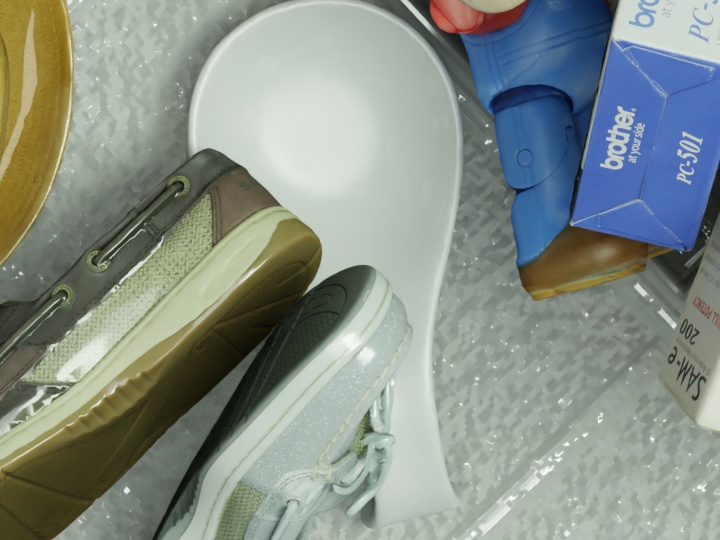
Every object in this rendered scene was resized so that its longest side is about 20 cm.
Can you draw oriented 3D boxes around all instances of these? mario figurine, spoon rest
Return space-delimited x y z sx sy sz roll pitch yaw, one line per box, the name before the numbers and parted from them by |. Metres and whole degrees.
mario figurine | 0.069 -0.097 0.973 0.106 0.123 0.201 -21 95 -6
spoon rest | 0.000 0.000 1.016 0.099 0.061 0.201 -15 102 -3

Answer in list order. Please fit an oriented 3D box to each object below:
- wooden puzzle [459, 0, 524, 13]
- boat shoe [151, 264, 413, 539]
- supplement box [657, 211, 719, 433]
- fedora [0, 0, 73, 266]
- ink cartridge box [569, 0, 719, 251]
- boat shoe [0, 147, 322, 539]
wooden puzzle | 0.029 -0.210 0.862 0.200 0.037 0.185 42 89 -12
boat shoe | -0.024 0.075 0.980 0.065 0.075 0.202 29 131 -4
supplement box | 0.188 -0.031 0.880 0.125 0.074 0.201 20 97 -8
fedora | -0.174 -0.063 0.949 0.200 0.082 0.202 -8 107 -27
ink cartridge box | 0.112 -0.115 0.920 0.044 0.094 0.201 14 54 4
boat shoe | -0.104 0.038 0.979 0.200 0.073 0.065 -39 66 -6
